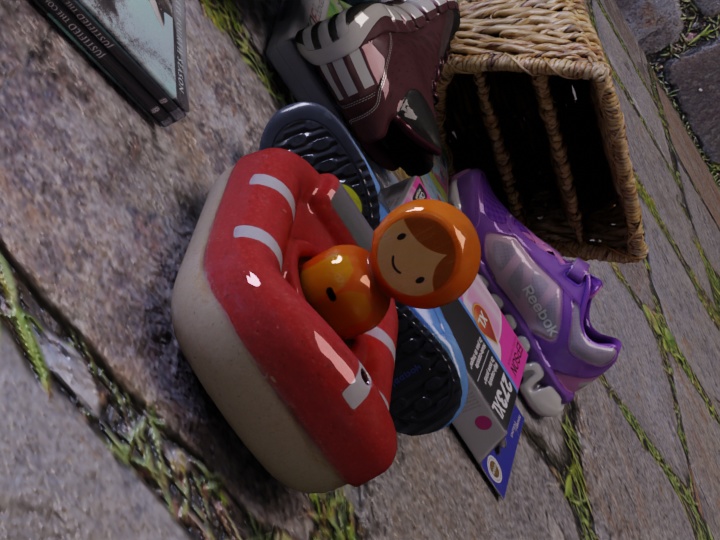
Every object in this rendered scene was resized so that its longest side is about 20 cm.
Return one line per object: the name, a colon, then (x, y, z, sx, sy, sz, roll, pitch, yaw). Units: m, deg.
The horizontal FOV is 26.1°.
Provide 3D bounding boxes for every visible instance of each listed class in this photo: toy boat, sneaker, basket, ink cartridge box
toy boat: (-0.004, 0.010, 0.736, 0.131, 0.131, 0.200, 55, 20, -23)
sneaker: (0.135, 0.007, 1.186, 0.200, 0.088, 0.080, 63, 20, 0)
basket: (0.127, -0.102, 1.206, 0.149, 0.143, 0.200, -100, 173, -48)
sneaker: (0.028, -0.121, 1.046, 0.200, 0.076, 0.116, -29, 97, -61)
ink cartridge box: (0.063, 0.044, 1.012, 0.200, 0.037, 0.095, 59, 27, -20)
sneaker: (0.000, 0.000, 0.880, 0.200, 0.066, 0.078, 64, 7, -2)

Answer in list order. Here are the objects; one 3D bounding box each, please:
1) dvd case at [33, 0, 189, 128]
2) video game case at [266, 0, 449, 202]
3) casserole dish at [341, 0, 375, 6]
dvd case: (-0.152, -0.180, 0.764, 0.200, 0.022, 0.146, 48, 24, -41)
video game case: (0.005, -0.113, 1.097, 0.200, 0.022, 0.182, 55, 20, -24)
casserole dish: (-0.053, -0.215, 0.972, 0.121, 0.039, 0.200, 30, 5, 29)
